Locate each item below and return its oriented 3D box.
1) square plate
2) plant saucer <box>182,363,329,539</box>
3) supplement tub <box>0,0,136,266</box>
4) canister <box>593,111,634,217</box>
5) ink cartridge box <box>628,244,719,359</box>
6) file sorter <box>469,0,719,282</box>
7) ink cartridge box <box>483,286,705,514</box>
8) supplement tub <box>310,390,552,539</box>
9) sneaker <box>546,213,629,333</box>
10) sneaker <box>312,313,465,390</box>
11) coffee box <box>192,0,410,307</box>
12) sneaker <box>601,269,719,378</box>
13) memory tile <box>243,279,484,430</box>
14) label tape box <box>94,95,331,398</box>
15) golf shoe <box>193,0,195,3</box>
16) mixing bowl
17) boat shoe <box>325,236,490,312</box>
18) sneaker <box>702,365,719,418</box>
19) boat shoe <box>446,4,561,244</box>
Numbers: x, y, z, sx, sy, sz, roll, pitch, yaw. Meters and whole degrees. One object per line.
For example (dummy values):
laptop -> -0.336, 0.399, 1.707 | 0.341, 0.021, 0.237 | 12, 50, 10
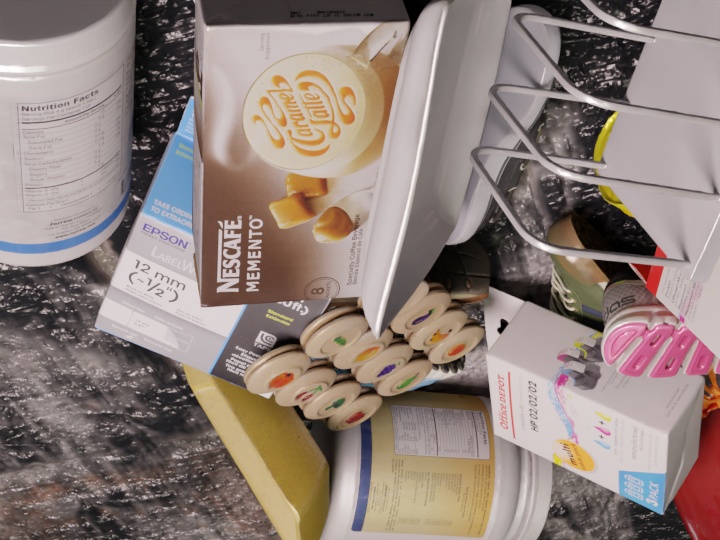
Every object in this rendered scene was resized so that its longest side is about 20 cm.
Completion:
square plate -> 0.046, -0.085, 0.810 | 0.028, 0.198, 0.200 | 17, 115, 11
plant saucer -> -0.081, 0.131, 1.105 | 0.048, 0.200, 0.200 | -29, 161, -13
supplement tub -> -0.206, -0.110, 0.839 | 0.132, 0.132, 0.200 | 2, 141, -8
canister -> 0.290, -0.072, 0.972 | 0.200, 0.087, 0.148 | 21, 136, -31
ink cartridge box -> 0.270, 0.009, 0.894 | 0.116, 0.200, 0.067 | 6, 111, -16
file sorter -> 0.159, -0.118, 0.799 | 0.124, 0.139, 0.200 | 5, 121, -20
ink cartridge box -> 0.170, 0.102, 1.093 | 0.200, 0.068, 0.115 | 24, 146, 28
supplement tub -> 0.060, 0.182, 1.226 | 0.200, 0.145, 0.145 | 6, 141, -13
sneaker -> 0.186, 0.033, 1.107 | 0.090, 0.067, 0.200 | -30, 139, 22
sneaker -> -0.013, 0.067, 1.128 | 0.200, 0.079, 0.090 | 19, 140, -27
coffee box -> -0.042, -0.080, 0.802 | 0.114, 0.080, 0.200 | -2, 131, -12
sneaker -> 0.269, 0.032, 1.017 | 0.199, 0.088, 0.074 | 1, 132, -9
memory tile -> 0.009, 0.064, 1.012 | 0.153, 0.017, 0.200 | -34, 155, 9
label tape box -> -0.090, -0.010, 0.950 | 0.143, 0.066, 0.200 | 24, 138, -8
golf shoe -> -0.064, -0.140, 0.864 | 0.091, 0.075, 0.200 | -8, 137, 40
mixing bowl -> 0.339, 0.143, 1.197 | 0.108, 0.200, 0.200 | 50, 128, 3
boat shoe -> 0.000, 0.000, 1.054 | 0.199, 0.076, 0.074 | 6, 147, 0
sneaker -> 0.297, 0.096, 1.095 | 0.077, 0.112, 0.200 | 9, 131, -44
boat shoe -> 0.095, -0.102, 0.941 | 0.057, 0.069, 0.200 | -22, 148, -39
